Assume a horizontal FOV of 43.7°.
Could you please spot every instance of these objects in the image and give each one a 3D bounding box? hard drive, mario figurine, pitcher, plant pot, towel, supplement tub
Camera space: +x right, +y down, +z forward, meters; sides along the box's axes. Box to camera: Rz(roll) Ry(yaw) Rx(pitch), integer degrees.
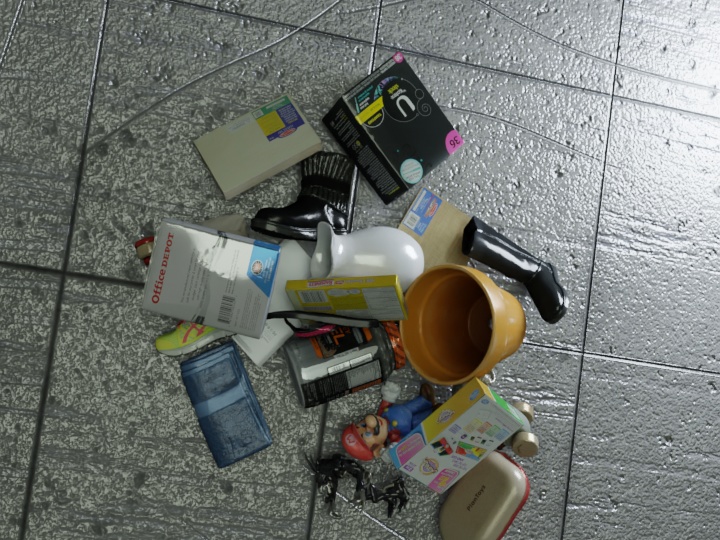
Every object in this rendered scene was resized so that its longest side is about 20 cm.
[{"bbox_3d":[-0.155,0.055,1.612,0.200,0.025,0.132,-44,96,-10],"label":"hard drive"},{"bbox_3d":[0.056,0.266,1.599,0.197,0.123,0.108,-23,100,-18],"label":"mario figurine"},{"bbox_3d":[0.000,0.000,1.587,0.196,0.173,0.123,5,43,-30],"label":"pitcher"},{"bbox_3d":[0.197,0.096,1.590,0.181,0.197,0.205,4,85,-51],"label":"plant pot"},{"bbox_3d":[-0.236,0.237,1.576,0.110,0.048,0.204,-22,92,-11],"label":"towel"},{"bbox_3d":[-0.027,0.155,1.585,0.196,0.122,0.125,-18,91,-13],"label":"supplement tub"}]

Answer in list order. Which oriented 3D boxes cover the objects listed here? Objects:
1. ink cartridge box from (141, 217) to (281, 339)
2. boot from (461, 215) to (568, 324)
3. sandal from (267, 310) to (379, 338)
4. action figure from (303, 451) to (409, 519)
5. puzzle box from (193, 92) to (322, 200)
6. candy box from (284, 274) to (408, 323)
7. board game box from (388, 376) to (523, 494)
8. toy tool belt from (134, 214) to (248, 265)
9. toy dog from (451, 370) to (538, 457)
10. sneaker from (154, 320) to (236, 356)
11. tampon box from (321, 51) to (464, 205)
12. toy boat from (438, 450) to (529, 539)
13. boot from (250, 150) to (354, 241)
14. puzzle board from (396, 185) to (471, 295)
[{"bbox_3d":[-0.238,0.010,1.451,0.195,0.086,0.150,14,96,-2],"label":"ink cartridge box"},{"bbox_3d":[0.277,-0.001,1.634,0.198,0.166,0.066,32,114,-18],"label":"boot"},{"bbox_3d":[-0.067,0.096,1.520,0.195,0.075,0.046,6,91,1],"label":"sandal"},{"bbox_3d":[-0.015,0.385,1.580,0.197,0.119,0.104,22,66,-17],"label":"action figure"},{"bbox_3d":[-0.181,-0.221,1.589,0.197,0.026,0.134,-28,61,-11],"label":"puzzle box"},{"bbox_3d":[-0.022,0.050,1.534,0.195,0.103,0.027,-3,53,15],"label":"candy box"},{"bbox_3d":[0.166,0.287,1.540,0.199,0.041,0.153,-42,135,10],"label":"board game box"},{"bbox_3d":[-0.278,-0.013,1.543,0.196,0.125,0.126,-15,82,-11],"label":"toy tool belt"},{"bbox_3d":[0.237,0.273,1.651,0.200,0.132,0.096,44,122,-1],"label":"toy dog"},{"bbox_3d":[-0.270,0.080,1.543,0.196,0.078,0.092,-23,102,7],"label":"sneaker"},{"bbox_3d":[0.058,-0.251,1.611,0.149,0.126,0.201,-40,95,-20],"label":"tampon box"},{"bbox_3d":[0.236,0.437,1.637,0.130,0.130,0.202,34,90,-45],"label":"toy boat"},{"bbox_3d":[-0.101,-0.135,1.585,0.208,0.079,0.162,4,88,-41],"label":"boot"},{"bbox_3d":[0.127,-0.033,1.681,0.149,0.017,0.202,32,81,-7],"label":"puzzle board"}]
